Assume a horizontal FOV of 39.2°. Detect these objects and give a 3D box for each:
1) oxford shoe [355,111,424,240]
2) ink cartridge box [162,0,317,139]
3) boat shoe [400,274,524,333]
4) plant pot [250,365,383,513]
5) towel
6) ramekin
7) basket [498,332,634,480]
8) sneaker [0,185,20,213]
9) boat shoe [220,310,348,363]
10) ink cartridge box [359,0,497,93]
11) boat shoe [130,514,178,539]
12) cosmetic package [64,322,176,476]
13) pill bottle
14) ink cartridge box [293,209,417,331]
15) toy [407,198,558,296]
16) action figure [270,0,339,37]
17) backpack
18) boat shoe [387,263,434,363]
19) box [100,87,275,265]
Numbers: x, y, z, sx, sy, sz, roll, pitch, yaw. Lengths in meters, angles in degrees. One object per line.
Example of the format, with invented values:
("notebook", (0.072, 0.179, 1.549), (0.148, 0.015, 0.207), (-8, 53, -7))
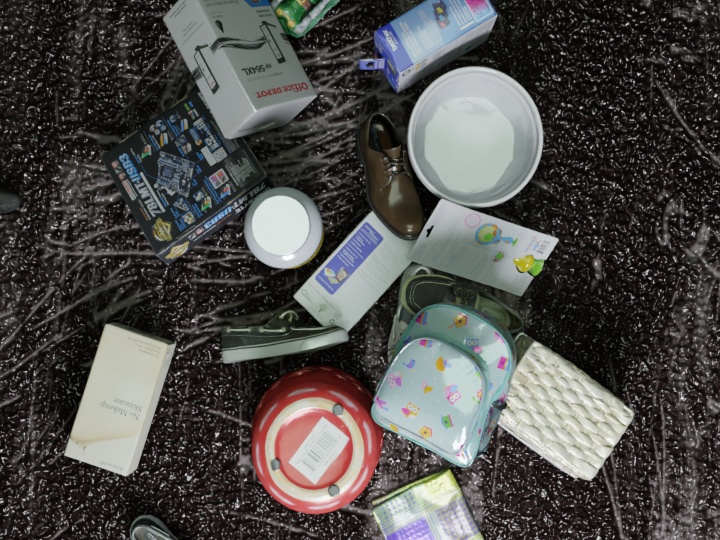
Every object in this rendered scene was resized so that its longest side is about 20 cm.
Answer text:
("oxford shoe", (0.043, -0.139, 1.478), (0.072, 0.085, 0.202), (-18, 74, -16))
("ink cartridge box", (-0.172, -0.308, 1.468), (0.084, 0.145, 0.202), (-31, 86, 41))
("boat shoe", (0.153, 0.051, 1.475), (0.198, 0.066, 0.073), (18, 80, -27))
("plant pot", (-0.065, 0.241, 1.450), (0.197, 0.183, 0.204), (0, 87, 1))
("towel", (0.115, 0.416, 1.524), (0.142, 0.023, 0.203), (-23, 89, 0))
("ramekin", (0.165, -0.190, 1.497), (0.197, 0.105, 0.204), (0, 88, 0))
("basket", (0.282, 0.200, 1.479), (0.199, 0.123, 0.136), (35, 88, 1))
("sneaker", (-0.599, -0.147, 1.510), (0.197, 0.076, 0.092), (20, 82, -2))
("boat shoe", (-0.116, 0.093, 1.494), (0.197, 0.071, 0.065), (-9, 84, 13))
("ink cartridge box", (0.093, -0.337, 1.483), (0.198, 0.136, 0.077), (-32, 87, -1))
("boat shoe", (-0.268, 0.446, 1.496), (0.199, 0.071, 0.072), (39, 89, 0))
("cosmetic package", (-0.355, 0.188, 1.502), (0.102, 0.073, 0.203), (17, 88, 0))
("pill bottle", (-0.108, -0.059, 1.444), (0.110, 0.200, 0.114), (0, 90, -1))
("ink cartridge box", (0.000, 0.000, 1.525), (0.099, 0.039, 0.200), (44, 90, 1))
("toy", (0.179, -0.041, 1.495), (0.197, 0.048, 0.116), (19, 124, -16))
("action figure", (-0.073, -0.426, 1.529), (0.118, 0.055, 0.201), (41, 93, -2))
("backpack", (0.119, 0.145, 1.380), (0.174, 0.153, 0.202), (25, 90, 18))
("boat shoe", (0.078, 0.090, 1.507), (0.070, 0.069, 0.204), (3, 88, 0))
("box", (-0.256, -0.145, 1.489), (0.197, 0.050, 0.201), (-36, 66, 1))
